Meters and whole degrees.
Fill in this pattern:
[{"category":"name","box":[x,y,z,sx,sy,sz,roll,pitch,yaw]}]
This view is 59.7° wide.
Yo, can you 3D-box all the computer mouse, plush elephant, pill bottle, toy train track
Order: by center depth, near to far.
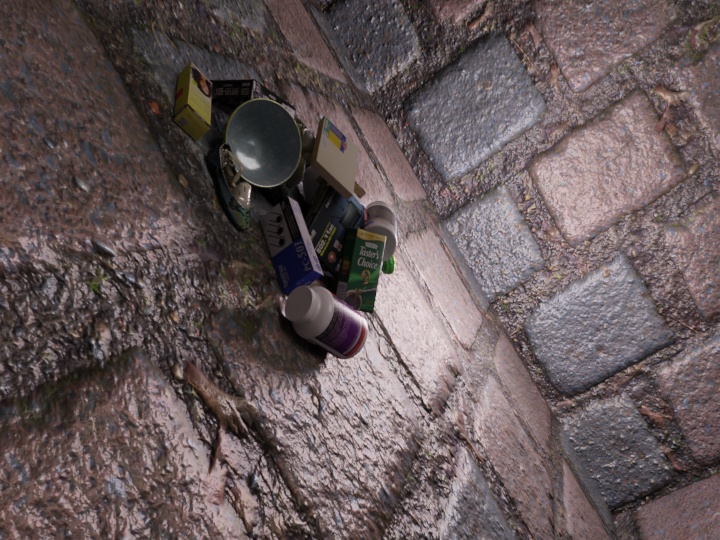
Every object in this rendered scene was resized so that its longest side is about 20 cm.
[{"category":"pill bottle","box":[-0.074,0.109,1.357,0.199,0.111,0.115,39,26,-47]},{"category":"computer mouse","box":[-0.188,-0.170,1.610,0.200,0.034,0.060,43,23,-42]},{"category":"plush elephant","box":[-0.170,-0.282,1.618,0.164,0.156,0.200,41,-3,27]},{"category":"toy train track","box":[-0.046,-0.248,1.672,0.200,0.115,0.033,45,0,36]},{"category":"pill bottle","box":[0.050,-0.118,1.791,0.115,0.112,0.202,50,19,-21]}]

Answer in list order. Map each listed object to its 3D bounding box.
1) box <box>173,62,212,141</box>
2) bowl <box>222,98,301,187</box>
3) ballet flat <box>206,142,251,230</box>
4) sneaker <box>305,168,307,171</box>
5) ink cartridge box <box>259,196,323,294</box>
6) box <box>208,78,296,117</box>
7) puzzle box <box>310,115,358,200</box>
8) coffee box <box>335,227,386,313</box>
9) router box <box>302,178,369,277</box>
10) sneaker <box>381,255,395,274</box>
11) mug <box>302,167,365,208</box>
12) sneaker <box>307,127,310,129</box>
[{"category":"box","box":[-0.378,-0.386,1.420,0.075,0.049,0.204,42,26,-41]},{"category":"bowl","box":[-0.249,-0.300,1.499,0.201,0.202,0.106,48,-21,-28]},{"category":"ballet flat","box":[-0.275,-0.189,1.361,0.204,0.073,0.074,63,19,12]},{"category":"sneaker","box":[-0.169,-0.308,1.786,0.076,0.086,0.199,60,18,8]},{"category":"ink cartridge box","box":[-0.158,-0.056,1.419,0.044,0.093,0.205,26,38,-56]},{"category":"box","box":[-0.277,-0.418,1.576,0.199,0.153,0.052,15,84,-63]},{"category":"puzzle box","box":[-0.062,-0.286,1.578,0.132,0.025,0.204,40,36,-28]},{"category":"coffee box","box":[0.000,0.000,1.612,0.121,0.043,0.207,13,87,-48]},{"category":"router box","box":[-0.076,-0.110,1.595,0.150,0.061,0.204,42,65,-37]},{"category":"sneaker","box":[0.044,-0.073,2.039,0.083,0.073,0.204,-28,90,-47]},{"category":"mug","box":[-0.079,-0.206,1.789,0.179,0.145,0.200,60,8,21]},{"category":"sneaker","box":[-0.197,-0.397,1.878,0.089,0.078,0.200,12,13,-11]}]
